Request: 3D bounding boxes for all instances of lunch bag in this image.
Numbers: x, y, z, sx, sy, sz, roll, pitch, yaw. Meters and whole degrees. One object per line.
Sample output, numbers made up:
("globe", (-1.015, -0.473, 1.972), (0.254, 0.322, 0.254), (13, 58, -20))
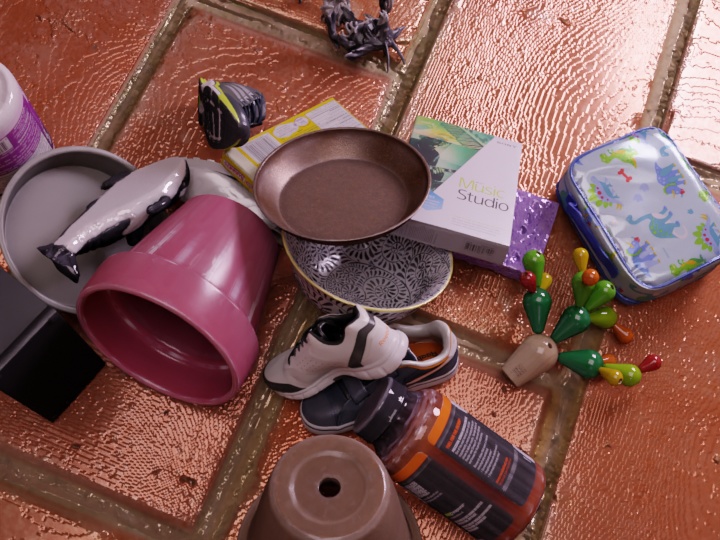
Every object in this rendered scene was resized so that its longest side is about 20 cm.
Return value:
("lunch bag", (0.346, -0.068, 1.047), (0.160, 0.083, 0.201), (-25, 72, -12))

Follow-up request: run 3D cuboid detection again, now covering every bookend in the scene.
("bookend", (-0.400, 0.051, 0.911), (0.198, 0.200, 0.092), (36, 72, 10))

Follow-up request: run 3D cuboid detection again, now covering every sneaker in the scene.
("sneaker", (0.019, 0.113, 0.961), (0.199, 0.080, 0.079), (-25, 52, -13))
("sneaker", (-0.153, -0.199, 1.039), (0.081, 0.074, 0.200), (-5, 26, -15))
("sneaker", (-0.042, 0.084, 0.928), (0.080, 0.200, 0.074), (43, 44, -28))
("sneaker", (-0.161, -0.079, 1.039), (0.199, 0.076, 0.081), (15, 75, 4))

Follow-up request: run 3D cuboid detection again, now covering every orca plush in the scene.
("orca plush", (-0.265, -0.049, 0.967), (0.105, 0.071, 0.200), (8, 44, 24))

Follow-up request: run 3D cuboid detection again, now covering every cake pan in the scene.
("cake pan", (-0.324, -0.045, 0.992), (0.199, 0.037, 0.201), (8, 75, -32))

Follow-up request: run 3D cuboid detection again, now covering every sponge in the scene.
("sponge", (0.140, -0.067, 1.067), (0.199, 0.030, 0.112), (20, 69, 7))

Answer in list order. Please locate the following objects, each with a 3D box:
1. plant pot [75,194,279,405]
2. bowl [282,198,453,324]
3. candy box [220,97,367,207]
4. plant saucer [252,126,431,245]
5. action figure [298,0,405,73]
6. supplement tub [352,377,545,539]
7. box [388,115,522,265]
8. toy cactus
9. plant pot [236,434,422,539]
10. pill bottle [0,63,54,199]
("plant pot", (-0.186, 0.020, 0.946), (0.199, 0.200, 0.179), (22, 54, 6))
("bowl", (0.000, 0.000, 0.987), (0.200, 0.094, 0.201), (9, 45, -9))
("candy box", (-0.067, -0.146, 1.050), (0.102, 0.026, 0.200), (45, 50, 13))
("plant saucer", (-0.020, -0.090, 0.952), (0.199, 0.037, 0.201), (-2, 44, 2))
("action figure", (-0.012, -0.359, 1.135), (0.119, 0.102, 0.200), (-37, 73, -26))
("supplement tub", (0.091, 0.198, 0.900), (0.200, 0.107, 0.107), (37, 71, -6))
("box", (0.118, -0.103, 1.026), (0.144, 0.036, 0.200), (15, 45, 1))
("toy cactus", (0.240, 0.076, 0.986), (0.165, 0.102, 0.200), (-41, 96, 1))
("plant pot", (-0.030, 0.253, 0.834), (0.199, 0.175, 0.201), (1, 46, -1))
("pill bottle", (-0.425, -0.151, 0.986), (0.112, 0.200, 0.113), (1, 69, -2))
